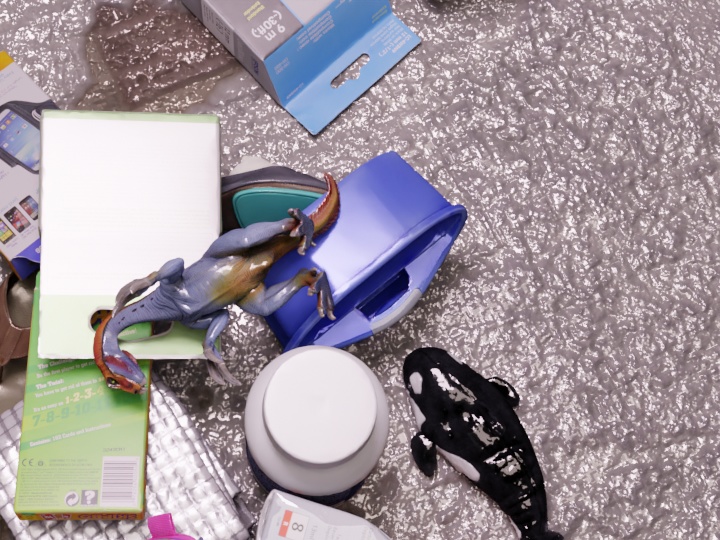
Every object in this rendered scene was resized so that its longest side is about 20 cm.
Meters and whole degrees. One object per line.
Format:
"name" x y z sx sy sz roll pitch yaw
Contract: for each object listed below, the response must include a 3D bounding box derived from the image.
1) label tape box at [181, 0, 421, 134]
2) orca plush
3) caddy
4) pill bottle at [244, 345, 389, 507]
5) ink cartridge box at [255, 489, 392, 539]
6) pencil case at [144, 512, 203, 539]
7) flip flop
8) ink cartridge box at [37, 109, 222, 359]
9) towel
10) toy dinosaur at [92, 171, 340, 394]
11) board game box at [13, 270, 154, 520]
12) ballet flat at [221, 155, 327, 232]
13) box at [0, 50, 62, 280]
"label tape box" -0.059 -0.244 1.233 0.143 0.066 0.200 -42 80 -14
"orca plush" 0.100 0.147 1.132 0.104 0.071 0.202 -17 76 -9
"caddy" 0.000 0.000 1.130 0.199 0.142 0.105 -39 77 -13
"pill bottle" -0.035 0.121 1.061 0.109 0.200 0.113 1 74 -4
"ink cartridge box" 0.018 0.221 1.057 0.197 0.162 0.051 13 75 -1
"pencil case" -0.112 0.279 1.022 0.088 0.088 0.201 -33 120 -13
"flip flop" -0.273 0.035 1.140 0.081 0.058 0.201 31 74 5
"ink cartridge box" -0.181 -0.026 1.089 0.143 0.048 0.203 1 76 -12
"towel" -0.196 0.176 1.096 0.165 0.086 0.201 -34 78 -14
"toy dinosaur" -0.109 0.024 1.032 0.179 0.200 0.106 -16 105 22
"board game box" -0.209 0.091 1.060 0.094 0.030 0.203 1 65 -4
"ballet flat" -0.113 -0.064 1.177 0.197 0.073 0.074 -10 75 -1
"box" -0.286 -0.084 1.158 0.119 0.042 0.200 -39 68 -15
